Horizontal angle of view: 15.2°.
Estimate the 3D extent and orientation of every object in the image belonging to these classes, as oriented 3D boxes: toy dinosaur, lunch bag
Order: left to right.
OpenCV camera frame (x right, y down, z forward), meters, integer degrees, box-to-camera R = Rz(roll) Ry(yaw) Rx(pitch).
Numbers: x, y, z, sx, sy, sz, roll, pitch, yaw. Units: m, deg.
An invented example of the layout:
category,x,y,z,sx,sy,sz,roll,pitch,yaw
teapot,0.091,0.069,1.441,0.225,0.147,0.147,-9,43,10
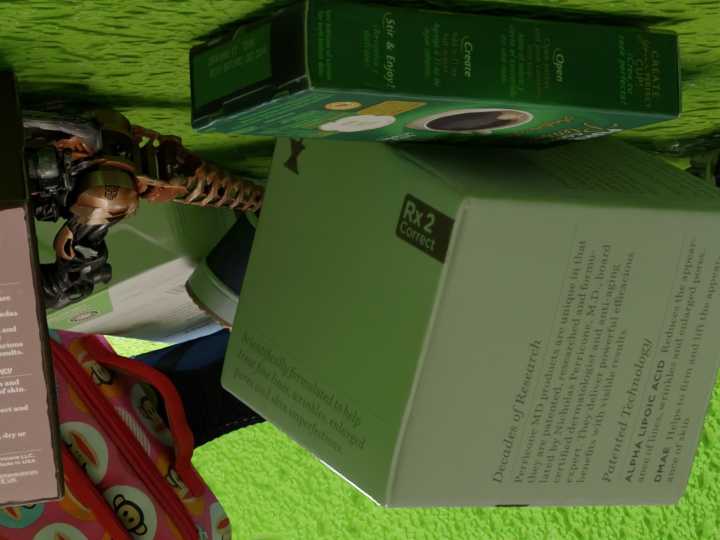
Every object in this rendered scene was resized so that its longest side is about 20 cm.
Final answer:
category,x,y,z,sx,sy,sz,roll,pitch,yaw
toy dinosaur,-0.148,-0.040,1.381,0.199,0.103,0.136,24,147,-14
lunch bag,-0.175,0.128,1.649,0.176,0.200,0.082,-40,176,22

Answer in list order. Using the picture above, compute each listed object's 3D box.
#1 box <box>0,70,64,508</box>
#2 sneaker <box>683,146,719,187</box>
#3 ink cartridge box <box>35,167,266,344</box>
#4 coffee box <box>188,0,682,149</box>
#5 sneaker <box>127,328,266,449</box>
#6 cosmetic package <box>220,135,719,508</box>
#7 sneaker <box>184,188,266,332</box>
category,x,y,z,sx,sy,sz,roll,pitch,yaw
box,-0.188,0.014,1.307,0.074,0.100,0.201,-5,131,-7
sneaker,0.228,-0.042,1.542,0.088,0.075,0.200,-4,173,-6
ink cartridge box,-0.109,-0.008,1.631,0.117,0.068,0.200,-22,164,24
coffee box,0.034,-0.087,1.236,0.199,0.044,0.123,2,173,-29
sneaker,-0.092,0.070,1.681,0.199,0.066,0.078,-16,-173,24
cosmetic package,0.064,0.015,1.376,0.199,0.166,0.165,3,-162,-36
sneaker,0.000,0.000,1.566,0.199,0.109,0.070,19,-158,-45
